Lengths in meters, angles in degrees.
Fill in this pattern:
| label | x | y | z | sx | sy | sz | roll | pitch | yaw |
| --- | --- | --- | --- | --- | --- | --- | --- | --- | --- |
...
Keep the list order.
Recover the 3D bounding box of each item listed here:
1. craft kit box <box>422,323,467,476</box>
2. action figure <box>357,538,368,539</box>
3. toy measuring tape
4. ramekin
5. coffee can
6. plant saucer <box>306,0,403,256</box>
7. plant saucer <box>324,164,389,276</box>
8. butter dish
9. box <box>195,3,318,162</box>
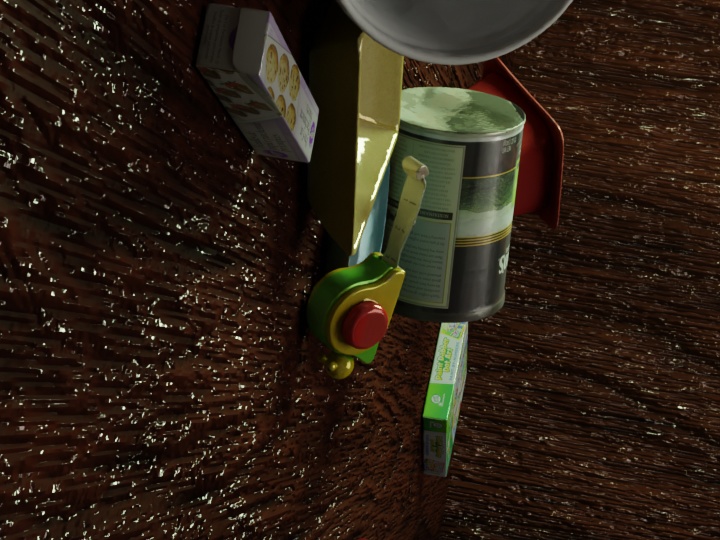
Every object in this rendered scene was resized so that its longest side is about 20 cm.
| label | x | y | z | sx | sy | sz | roll | pitch | yaw |
| --- | --- | --- | --- | --- | --- | --- | --- | --- | --- |
| craft kit box | 0.136 | 0.198 | 2.713 | 0.198 | 0.048 | 0.201 | 81 | 19 | -57 |
| action figure | -0.005 | 0.347 | 1.862 | 0.200 | 0.051 | 0.066 | 93 | 14 | -65 |
| toy measuring tape | 0.000 | 0.000 | 1.409 | 0.074 | 0.073 | 0.201 | -56 | 164 | -71 |
| ramekin | 0.057 | -0.253 | 1.172 | 0.105 | 0.199 | 0.201 | -121 | -147 | -64 |
| coffee can | 0.084 | -0.068 | 1.702 | 0.146 | 0.145 | 0.201 | -63 | 160 | -65 |
| plant saucer | -0.005 | -0.147 | 1.350 | 0.200 | 0.048 | 0.201 | -71 | 166 | -52 |
| plant saucer | -0.004 | -0.033 | 1.546 | 0.200 | 0.027 | 0.202 | 9 | 90 | -82 |
| butter dish | 0.173 | -0.156 | 2.282 | 0.200 | 0.147 | 0.201 | 54 | -20 | 36 |
| box | -0.060 | -0.111 | 1.033 | 0.200 | 0.038 | 0.042 | 61 | 40 | -77 |
